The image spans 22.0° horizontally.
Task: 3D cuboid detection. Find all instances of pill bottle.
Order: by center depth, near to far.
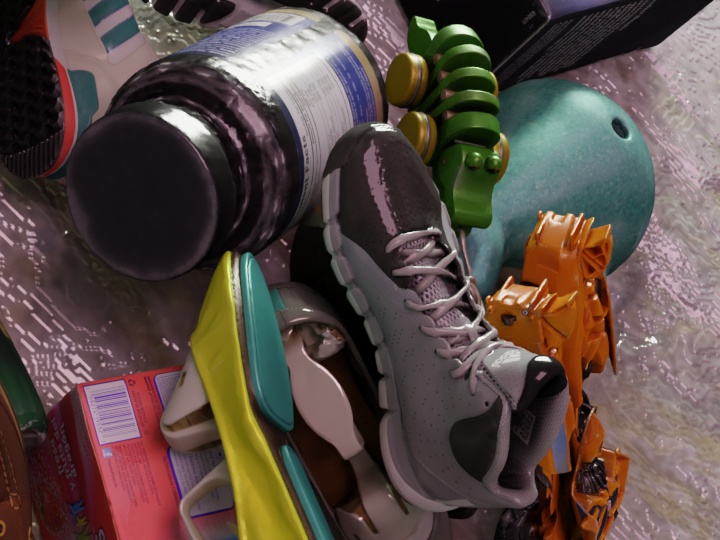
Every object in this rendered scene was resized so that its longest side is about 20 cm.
[{"bbox_3d":[-0.069,-0.066,0.976,0.112,0.112,0.200,50,30,0],"label":"pill bottle"}]

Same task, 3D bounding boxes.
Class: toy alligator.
[{"bbox_3d":[0.056,-0.065,0.999,0.059,0.054,0.202,10,56,-27],"label":"toy alligator"}]

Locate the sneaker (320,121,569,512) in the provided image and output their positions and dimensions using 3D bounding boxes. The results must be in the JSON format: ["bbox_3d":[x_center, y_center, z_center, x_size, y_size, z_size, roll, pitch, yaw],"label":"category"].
[{"bbox_3d":[0.052,0.023,0.899,0.075,0.115,0.202,-23,104,-34],"label":"sneaker"}]

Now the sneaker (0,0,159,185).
[{"bbox_3d":[-0.154,-0.131,1.037,0.093,0.070,0.202,20,54,-44],"label":"sneaker"}]

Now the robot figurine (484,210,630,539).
[{"bbox_3d":[0.108,0.080,1.015,0.145,0.058,0.202,-53,141,-51],"label":"robot figurine"}]

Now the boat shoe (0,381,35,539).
[{"bbox_3d":[-0.175,0.127,0.824,0.071,0.068,0.202,-10,114,-18],"label":"boat shoe"}]

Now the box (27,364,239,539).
[{"bbox_3d":[-0.085,0.155,0.912,0.102,0.095,0.202,-9,73,-32],"label":"box"}]

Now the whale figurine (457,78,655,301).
[{"bbox_3d":[0.103,-0.047,1.089,0.160,0.104,0.199,57,34,7],"label":"whale figurine"}]

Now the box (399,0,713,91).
[{"bbox_3d":[0.117,-0.239,1.201,0.197,0.123,0.202,-20,79,-37],"label":"box"}]

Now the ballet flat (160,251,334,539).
[{"bbox_3d":[-0.057,0.085,0.862,0.066,0.067,0.202,-21,63,6],"label":"ballet flat"}]

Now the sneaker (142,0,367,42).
[{"bbox_3d":[-0.083,-0.188,1.074,0.199,0.078,0.091,34,25,-43],"label":"sneaker"}]

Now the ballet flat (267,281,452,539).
[{"bbox_3d":[-0.005,0.100,0.967,0.067,0.064,0.201,-29,110,-4],"label":"ballet flat"}]

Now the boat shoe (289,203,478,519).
[{"bbox_3d":[0.026,0.042,1.012,0.074,0.075,0.201,-45,126,-33],"label":"boat shoe"}]

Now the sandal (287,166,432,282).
[{"bbox_3d":[0.000,0.001,1.058,0.079,0.057,0.202,35,55,-12],"label":"sandal"}]

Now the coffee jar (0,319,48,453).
[{"bbox_3d":[-0.232,0.008,0.897,0.103,0.085,0.202,-21,78,-16],"label":"coffee jar"}]
